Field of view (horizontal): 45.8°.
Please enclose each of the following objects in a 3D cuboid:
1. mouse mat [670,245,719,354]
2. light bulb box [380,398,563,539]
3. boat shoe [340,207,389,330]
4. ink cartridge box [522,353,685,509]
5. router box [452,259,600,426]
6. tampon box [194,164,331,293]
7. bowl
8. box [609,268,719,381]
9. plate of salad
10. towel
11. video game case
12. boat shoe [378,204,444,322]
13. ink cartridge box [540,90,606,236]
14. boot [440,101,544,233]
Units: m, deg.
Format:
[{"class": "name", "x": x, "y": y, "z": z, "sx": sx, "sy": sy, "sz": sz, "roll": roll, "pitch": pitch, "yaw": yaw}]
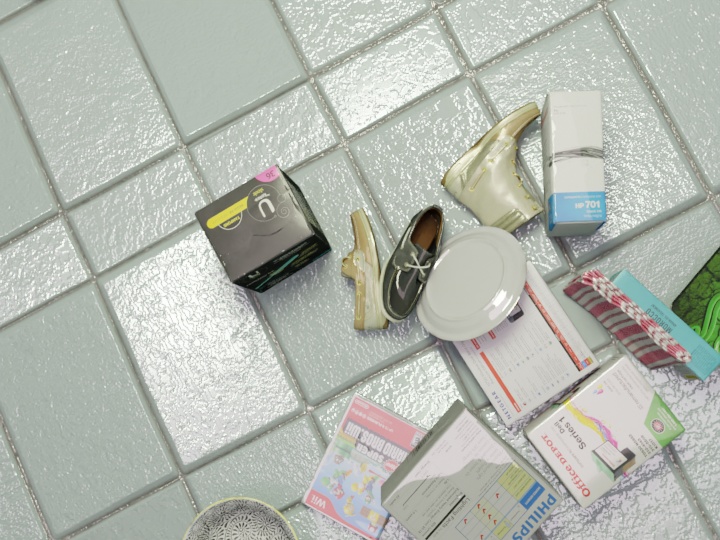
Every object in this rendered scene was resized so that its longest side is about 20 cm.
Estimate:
[{"class": "mouse mat", "x": 0.599, "y": 0.046, "z": 1.333, "sx": 0.161, "sy": 0.008, "sz": 0.200, "roll": 43, "pitch": 77, "yaw": 8}, {"class": "light bulb box", "x": 0.165, "y": 0.342, "z": 1.311, "sx": 0.200, "sy": 0.125, "sz": 0.199, "roll": 42, "pitch": 90, "yaw": 2}, {"class": "boat shoe", "x": 0.000, "y": 0.000, "z": 1.395, "sx": 0.065, "sy": 0.074, "sz": 0.203, "roll": -10, "pitch": 84, "yaw": 0}, {"class": "ink cartridge box", "x": 0.373, "y": 0.249, "z": 1.324, "sx": 0.199, "sy": 0.084, "sz": 0.145, "roll": -39, "pitch": 82, "yaw": 2}, {"class": "router box", "x": 0.252, "y": 0.116, "z": 1.368, "sx": 0.178, "sy": 0.049, "sz": 0.201, "roll": -33, "pitch": 82, "yaw": 3}, {"class": "tampon box", "x": -0.148, "y": -0.062, "z": 1.354, "sx": 0.149, "sy": 0.200, "sz": 0.127, "roll": -30, "pitch": 82, "yaw": 2}, {"class": "bowl", "x": -0.182, "y": 0.458, "z": 1.363, "sx": 0.198, "sy": 0.094, "sz": 0.204, "roll": -1, "pitch": 85, "yaw": 6}, {"class": "box", "x": 0.464, "y": 0.086, "z": 1.331, "sx": 0.200, "sy": 0.082, "sz": 0.049, "roll": 44, "pitch": 89, "yaw": 8}, {"class": "plate of salad", "x": 0.175, "y": 0.023, "z": 1.346, "sx": 0.198, "sy": 0.048, "sz": 0.202, "roll": -21, "pitch": 51, "yaw": 29}, {"class": "towel", "x": 0.401, "y": 0.081, "z": 1.305, "sx": 0.200, "sy": 0.146, "sz": 0.030, "roll": 44, "pitch": 83, "yaw": 8}, {"class": "video game case", "x": 0.009, "y": 0.321, "z": 1.393, "sx": 0.142, "sy": 0.017, "sz": 0.202, "roll": 26, "pitch": 88, "yaw": 8}, {"class": "boat shoe", "x": 0.083, "y": -0.014, "z": 1.359, "sx": 0.071, "sy": 0.068, "sz": 0.202, "roll": 27, "pitch": 68, "yaw": -12}, {"class": "ink cartridge box", "x": 0.331, "y": -0.163, "z": 1.335, "sx": 0.085, "sy": 0.146, "sz": 0.203, "roll": 0, "pitch": 85, "yaw": 8}, {"class": "boot", "x": 0.249, "y": -0.158, "z": 1.382, "sx": 0.200, "sy": 0.072, "sz": 0.155, "roll": -43, "pitch": 81, "yaw": 8}]
